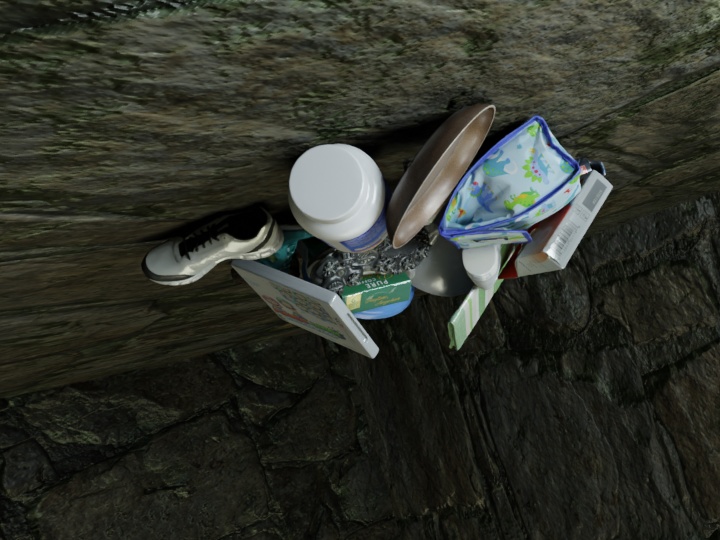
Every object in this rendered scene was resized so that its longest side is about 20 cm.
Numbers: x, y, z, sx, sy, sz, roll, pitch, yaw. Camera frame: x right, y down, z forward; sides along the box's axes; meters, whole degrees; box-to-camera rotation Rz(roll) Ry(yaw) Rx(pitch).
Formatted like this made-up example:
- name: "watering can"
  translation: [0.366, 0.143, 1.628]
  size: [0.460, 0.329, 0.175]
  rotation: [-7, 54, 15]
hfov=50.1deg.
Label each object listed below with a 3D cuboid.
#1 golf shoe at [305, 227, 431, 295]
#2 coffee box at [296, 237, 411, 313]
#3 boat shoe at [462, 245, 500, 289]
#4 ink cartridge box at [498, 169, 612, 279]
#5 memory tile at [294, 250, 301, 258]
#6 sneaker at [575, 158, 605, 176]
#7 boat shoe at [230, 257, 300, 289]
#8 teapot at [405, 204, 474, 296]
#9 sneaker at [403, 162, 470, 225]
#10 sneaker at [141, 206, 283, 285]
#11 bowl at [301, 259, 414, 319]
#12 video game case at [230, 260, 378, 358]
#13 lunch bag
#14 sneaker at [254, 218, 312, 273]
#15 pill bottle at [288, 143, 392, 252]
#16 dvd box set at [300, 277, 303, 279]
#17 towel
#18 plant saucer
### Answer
- name: "golf shoe"
  translation: [0.009, -0.029, 1.156]
  size: [0.200, 0.078, 0.094]
  rotation: [-16, -160, -24]
- name: "coffee box"
  translation: [-0.017, -0.011, 1.242]
  size: [0.123, 0.200, 0.044]
  rotation: [-13, 130, -24]
- name: "boat shoe"
  translation: [0.195, -0.063, 1.225]
  size: [0.072, 0.200, 0.069]
  rotation: [-10, 147, 11]
- name: "ink cartridge box"
  translation: [0.290, -0.068, 1.221]
  size: [0.162, 0.050, 0.200]
  rotation: [-55, -166, -16]
- name: "memory tile"
  translation: [-0.016, -0.062, 1.486]
  size: [0.200, 0.017, 0.153]
  rotation: [-23, 171, 39]
- name: "sneaker"
  translation: [0.363, -0.162, 1.367]
  size: [0.200, 0.075, 0.084]
  rotation: [-23, -179, -40]
- name: "boat shoe"
  translation: [-0.172, 0.014, 1.485]
  size: [0.074, 0.073, 0.200]
  rotation: [-20, 172, 28]
- name: "teapot"
  translation: [0.143, -0.062, 1.311]
  size: [0.197, 0.200, 0.146]
  rotation: [8, 131, -19]
- name: "sneaker"
  translation: [0.119, -0.120, 1.130]
  size: [0.092, 0.076, 0.200]
  rotation: [-21, 174, 2]
- name: "sneaker"
  translation: [-0.208, -0.041, 1.061]
  size: [0.200, 0.074, 0.080]
  rotation: [-20, 159, -7]
- name: "bowl"
  translation: [0.000, 0.000, 1.323]
  size: [0.200, 0.201, 0.039]
  rotation: [-12, 137, -32]
- name: "video game case"
  translation: [-0.084, 0.057, 1.181]
  size: [0.200, 0.024, 0.182]
  rotation: [20, 159, 33]
- name: "lunch bag"
  translation: [0.204, -0.101, 1.082]
  size: [0.200, 0.128, 0.170]
  rotation: [-36, 168, 11]
- name: "sneaker"
  translation: [-0.126, -0.032, 1.213]
  size: [0.077, 0.080, 0.200]
  rotation: [-11, 170, -38]
- name: "pill bottle"
  translation: [-0.022, -0.085, 0.907]
  size: [0.112, 0.112, 0.200]
  rotation: [-17, 173, 6]
- name: "dvd box set"
  translation: [-0.035, -0.003, 1.504]
  size: [0.200, 0.029, 0.146]
  rotation: [-29, 175, -11]
- name: "towel"
  translation: [0.203, 0.030, 1.293]
  size: [0.200, 0.023, 0.153]
  rotation: [-55, 160, -15]
- name: "plant saucer"
  translation: [0.088, -0.115, 0.903]
  size: [0.200, 0.032, 0.200]
  rotation: [-51, 170, -12]
